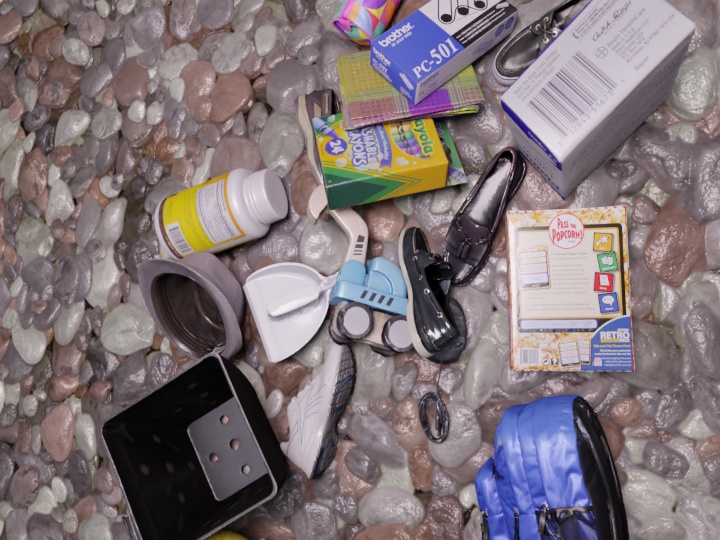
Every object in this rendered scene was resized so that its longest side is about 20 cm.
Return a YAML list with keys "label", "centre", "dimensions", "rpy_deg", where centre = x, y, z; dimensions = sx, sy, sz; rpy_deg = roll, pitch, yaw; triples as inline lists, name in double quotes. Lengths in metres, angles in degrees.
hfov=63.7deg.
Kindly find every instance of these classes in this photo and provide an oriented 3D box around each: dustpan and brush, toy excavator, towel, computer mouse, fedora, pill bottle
- label: "dustpan and brush"
  centre: [-0.074, 0.034, 0.871]
  dimensions: [0.196, 0.057, 0.143]
  rpy_deg: [-24, 75, -3]
- label: "toy excavator"
  centre: [0.000, 0.000, 0.811]
  dimensions: [0.189, 0.100, 0.206]
  rpy_deg: [16, 75, -8]
- label: "towel"
  centre: [0.062, -0.261, 0.808]
  dimensions: [0.194, 0.023, 0.147]
  rpy_deg: [-10, 58, -2]
- label: "computer mouse"
  centre: [0.113, 0.139, 0.815]
  dimensions: [0.057, 0.034, 0.207]
  rpy_deg: [7, 93, 4]
- label: "fedora"
  centre: [-0.243, 0.044, 0.894]
  dimensions: [0.172, 0.091, 0.204]
  rpy_deg: [0, 123, 28]
- label: "pill bottle"
  centre: [-0.216, -0.090, 0.912]
  dimensions: [0.195, 0.109, 0.112]
  rpy_deg: [-16, 80, 18]

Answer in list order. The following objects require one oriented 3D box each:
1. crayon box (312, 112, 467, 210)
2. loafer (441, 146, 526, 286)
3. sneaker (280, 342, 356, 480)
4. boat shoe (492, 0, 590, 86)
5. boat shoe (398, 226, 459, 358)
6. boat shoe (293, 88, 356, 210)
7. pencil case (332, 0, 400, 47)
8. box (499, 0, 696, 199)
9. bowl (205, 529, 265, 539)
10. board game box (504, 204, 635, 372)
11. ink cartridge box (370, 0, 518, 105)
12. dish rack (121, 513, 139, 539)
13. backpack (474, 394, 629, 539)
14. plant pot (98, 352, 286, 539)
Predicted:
- label: "crayon box"
  centre: [0.039, -0.165, 0.794]
  dimensions: [0.194, 0.052, 0.128]
  rpy_deg: [-11, 58, -4]
- label: "loafer"
  centre: [0.161, -0.076, 0.792]
  dimensions: [0.071, 0.063, 0.204]
  rpy_deg: [28, 95, 19]
- label: "sneaker"
  centre: [-0.066, 0.199, 0.853]
  dimensions: [0.085, 0.074, 0.205]
  rpy_deg: [20, 92, 25]
- label: "boat shoe"
  centre: [0.265, -0.324, 0.777]
  dimensions: [0.197, 0.056, 0.070]
  rpy_deg: [-29, 76, 16]
- label: "boat shoe"
  centre: [0.095, 0.014, 0.772]
  dimensions: [0.065, 0.074, 0.203]
  rpy_deg: [-26, 41, 27]
- label: "boat shoe"
  centre: [-0.040, -0.186, 0.873]
  dimensions: [0.072, 0.074, 0.205]
  rpy_deg: [-23, 79, 17]
- label: "pencil case"
  centre: [0.031, -0.440, 0.862]
  dimensions: [0.087, 0.088, 0.204]
  rpy_deg: [26, 96, 20]
- label: "box"
  centre: [0.272, -0.205, 0.688]
  dimensions: [0.184, 0.199, 0.105]
  rpy_deg: [-45, 72, 11]
- label: "bowl"
  centre: [-0.168, 0.455, 0.837]
  dimensions: [0.106, 0.201, 0.203]
  rpy_deg: [-25, 72, -26]
- label: "board game box"
  centre: [0.264, 0.025, 0.743]
  dimensions: [0.147, 0.046, 0.207]
  rpy_deg: [-1, 85, 11]
- label: "ink cartridge box"
  centre: [0.114, -0.318, 0.792]
  dimensions: [0.199, 0.044, 0.094]
  rpy_deg: [-40, 72, -17]
- label: "dish rack"
  centre: [-0.282, 0.440, 0.854]
  dimensions: [0.053, 0.202, 0.155]
  rpy_deg: [-22, 61, -21]
- label: "backpack"
  centre: [0.221, 0.258, 0.690]
  dimensions: [0.163, 0.162, 0.206]
  rpy_deg: [-11, 83, 22]
- label: "plant pot"
  centre: [-0.215, 0.261, 0.836]
  dimensions: [0.197, 0.177, 0.203]
  rpy_deg: [-30, 75, 3]
